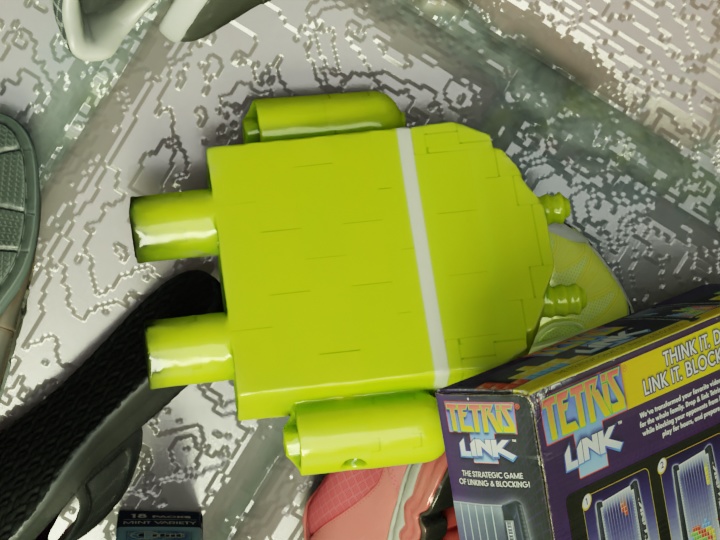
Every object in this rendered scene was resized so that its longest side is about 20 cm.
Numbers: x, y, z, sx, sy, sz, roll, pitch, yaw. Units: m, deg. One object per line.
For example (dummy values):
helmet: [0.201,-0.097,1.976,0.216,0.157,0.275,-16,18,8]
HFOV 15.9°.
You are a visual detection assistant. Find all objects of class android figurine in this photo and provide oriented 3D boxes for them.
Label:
android figurine: [0.000,0.000,1.146,0.200,0.041,0.182,-7,66,-8]

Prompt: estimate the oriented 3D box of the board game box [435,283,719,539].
board game box: [0.126,0.106,1.126,0.200,0.057,0.166,-17,100,-46]

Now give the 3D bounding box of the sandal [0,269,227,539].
sandal: [-0.125,0.086,1.179,0.200,0.075,0.048,-42,121,2]

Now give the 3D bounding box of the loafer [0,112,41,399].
loafer: [-0.186,0.029,1.160,0.072,0.063,0.200,9,75,3]

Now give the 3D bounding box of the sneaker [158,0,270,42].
sneaker: [0.009,-0.145,1.150,0.200,0.071,0.099,-40,97,-2]

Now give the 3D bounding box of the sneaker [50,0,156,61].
sneaker: [-0.068,-0.171,1.089,0.076,0.081,0.200,20,134,-26]

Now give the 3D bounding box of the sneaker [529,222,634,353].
sneaker: [0.107,0.070,1.193,0.075,0.076,0.200,-18,100,0]

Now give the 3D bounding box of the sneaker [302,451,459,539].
sneaker: [0.008,0.143,1.209,0.074,0.087,0.200,-8,123,-46]

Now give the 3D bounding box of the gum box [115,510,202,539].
gum box: [-0.090,0.213,1.135,0.044,0.200,0.170,1,99,-5]
